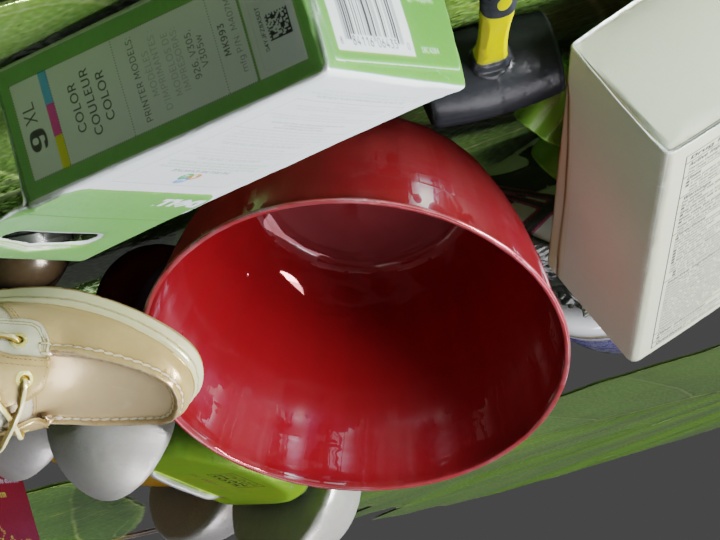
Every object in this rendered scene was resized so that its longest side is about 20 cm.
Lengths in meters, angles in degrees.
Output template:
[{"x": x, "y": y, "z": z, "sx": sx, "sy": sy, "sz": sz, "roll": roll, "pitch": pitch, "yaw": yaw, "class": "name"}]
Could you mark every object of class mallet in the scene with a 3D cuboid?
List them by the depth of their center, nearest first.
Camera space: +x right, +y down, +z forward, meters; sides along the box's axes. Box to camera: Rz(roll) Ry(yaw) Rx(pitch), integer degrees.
[{"x": 0.066, "y": -0.110, "z": 1.185, "sx": 0.065, "sy": 0.041, "sz": 0.200, "roll": -14, "pitch": 166, "yaw": -11, "class": "mallet"}]

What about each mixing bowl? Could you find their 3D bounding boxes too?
[{"x": 0.000, "y": 0.000, "z": 1.336, "sx": 0.199, "sy": 0.109, "sz": 0.201, "roll": 2, "pitch": 137, "yaw": 2, "class": "mixing bowl"}]

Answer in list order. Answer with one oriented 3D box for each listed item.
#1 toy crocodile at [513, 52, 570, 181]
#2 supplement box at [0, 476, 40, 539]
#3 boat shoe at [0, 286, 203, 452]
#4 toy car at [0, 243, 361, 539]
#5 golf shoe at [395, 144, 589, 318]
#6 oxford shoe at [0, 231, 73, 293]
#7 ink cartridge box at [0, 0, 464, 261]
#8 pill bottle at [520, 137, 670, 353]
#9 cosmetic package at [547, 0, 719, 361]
[{"x": 0.126, "y": -0.077, "z": 1.408, "sx": 0.068, "sy": 0.062, "sz": 0.200, "roll": -55, "pitch": 155, "yaw": 16, "class": "toy crocodile"}, {"x": -0.225, "y": 0.126, "z": 1.477, "sx": 0.061, "sy": 0.201, "sz": 0.109, "roll": -24, "pitch": 169, "yaw": 28, "class": "supplement box"}, {"x": -0.172, "y": 0.049, "z": 1.287, "sx": 0.199, "sy": 0.069, "sz": 0.074, "roll": 8, "pitch": 136, "yaw": 5, "class": "boat shoe"}, {"x": -0.092, "y": 0.058, "z": 1.467, "sx": 0.174, "sy": 0.151, "sz": 0.199, "roll": 26, "pitch": 168, "yaw": -34, "class": "toy car"}, {"x": 0.110, "y": -0.023, "z": 1.457, "sx": 0.199, "sy": 0.089, "sz": 0.077, "roll": 3, "pitch": 158, "yaw": -15, "class": "golf shoe"}, {"x": -0.176, "y": 0.028, "z": 1.372, "sx": 0.072, "sy": 0.085, "sz": 0.200, "roll": -11, "pitch": 167, "yaw": -24, "class": "oxford shoe"}, {"x": -0.071, "y": -0.065, "z": 1.112, "sx": 0.199, "sy": 0.060, "sz": 0.104, "roll": -23, "pitch": 168, "yaw": 29, "class": "ink cartridge box"}, {"x": 0.142, "y": -0.013, "z": 1.607, "sx": 0.115, "sy": 0.116, "sz": 0.200, "roll": -19, "pitch": 169, "yaw": 11, "class": "pill bottle"}, {"x": 0.150, "y": -0.051, "z": 1.308, "sx": 0.103, "sy": 0.073, "sz": 0.200, "roll": -33, "pitch": 155, "yaw": -17, "class": "cosmetic package"}]
